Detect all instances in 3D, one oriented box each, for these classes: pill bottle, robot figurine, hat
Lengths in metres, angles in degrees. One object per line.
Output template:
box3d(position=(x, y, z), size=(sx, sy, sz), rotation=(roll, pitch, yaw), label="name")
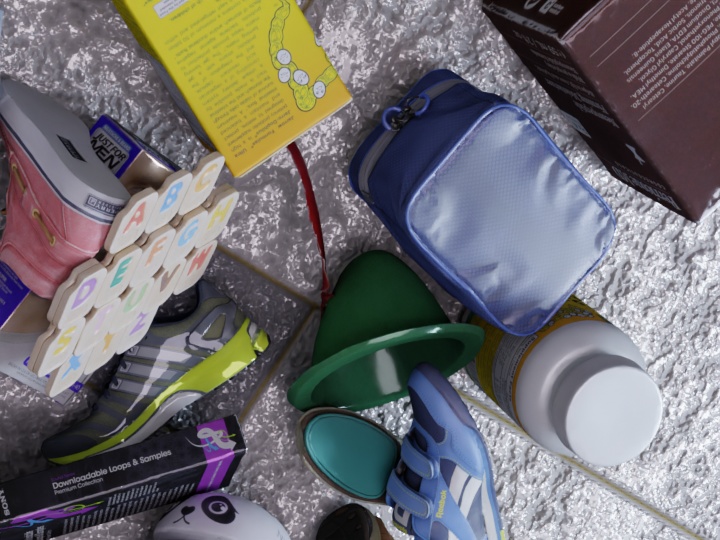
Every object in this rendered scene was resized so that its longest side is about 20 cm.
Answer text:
box3d(position=(0.162, 0.081, 1.559), size=(0.112, 0.200, 0.113), rotation=(-6, 109, -17), label="pill bottle")
box3d(position=(-0.125, 0.276, 1.537), size=(0.149, 0.125, 0.201), rotation=(18, 66, -4), label="robot figurine")
box3d(position=(0.000, 0.000, 1.562), size=(0.165, 0.200, 0.177), rotation=(-10, 69, -24), label="hat")

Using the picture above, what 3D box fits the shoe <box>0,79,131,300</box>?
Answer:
box3d(position=(-0.233, -0.059, 1.383), size=(0.071, 0.200, 0.091), rotation=(21, 108, -37), label="shoe")

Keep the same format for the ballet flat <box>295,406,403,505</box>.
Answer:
box3d(position=(0.018, 0.166, 1.610), size=(0.199, 0.062, 0.068), rotation=(26, 79, -27), label="ballet flat")

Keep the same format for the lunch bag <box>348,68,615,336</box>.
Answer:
box3d(position=(0.086, -0.061, 1.524), size=(0.136, 0.132, 0.200), rotation=(-46, 120, -4), label="lunch bag")

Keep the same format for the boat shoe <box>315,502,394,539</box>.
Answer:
box3d(position=(0.009, 0.293, 1.598), size=(0.075, 0.201, 0.074), rotation=(-21, 144, 34), label="boat shoe")

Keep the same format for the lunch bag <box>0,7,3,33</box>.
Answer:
box3d(position=(-0.347, -0.096, 1.370), size=(0.169, 0.127, 0.201), rotation=(-1, 98, -21), label="lunch bag")

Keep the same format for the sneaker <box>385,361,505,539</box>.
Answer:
box3d(position=(0.061, 0.169, 1.549), size=(0.082, 0.074, 0.201), rotation=(-19, 116, -12), label="sneaker")

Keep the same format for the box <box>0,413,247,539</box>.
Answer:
box3d(position=(-0.193, 0.168, 1.503), size=(0.199, 0.143, 0.036), rotation=(-16, 77, -15), label="box")

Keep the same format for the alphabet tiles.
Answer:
box3d(position=(-0.161, 0.006, 1.395), size=(0.015, 0.200, 0.196), rotation=(38, 127, 14), label="alphabet tiles")

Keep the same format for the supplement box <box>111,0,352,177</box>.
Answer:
box3d(position=(-0.111, -0.188, 1.428), size=(0.109, 0.109, 0.200), rotation=(-34, 115, -6), label="supplement box")

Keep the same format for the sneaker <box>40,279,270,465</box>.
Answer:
box3d(position=(-0.172, 0.082, 1.526), size=(0.200, 0.074, 0.081), rotation=(-35, 98, -6), label="sneaker")

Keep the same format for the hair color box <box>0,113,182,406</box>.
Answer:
box3d(position=(-0.208, -0.006, 1.460), size=(0.200, 0.065, 0.109), rotation=(-52, 140, 2), label="hair color box")

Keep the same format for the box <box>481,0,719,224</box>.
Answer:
box3d(position=(0.235, -0.178, 1.518), size=(0.164, 0.166, 0.200), rotation=(-42, 115, -3), label="box")
